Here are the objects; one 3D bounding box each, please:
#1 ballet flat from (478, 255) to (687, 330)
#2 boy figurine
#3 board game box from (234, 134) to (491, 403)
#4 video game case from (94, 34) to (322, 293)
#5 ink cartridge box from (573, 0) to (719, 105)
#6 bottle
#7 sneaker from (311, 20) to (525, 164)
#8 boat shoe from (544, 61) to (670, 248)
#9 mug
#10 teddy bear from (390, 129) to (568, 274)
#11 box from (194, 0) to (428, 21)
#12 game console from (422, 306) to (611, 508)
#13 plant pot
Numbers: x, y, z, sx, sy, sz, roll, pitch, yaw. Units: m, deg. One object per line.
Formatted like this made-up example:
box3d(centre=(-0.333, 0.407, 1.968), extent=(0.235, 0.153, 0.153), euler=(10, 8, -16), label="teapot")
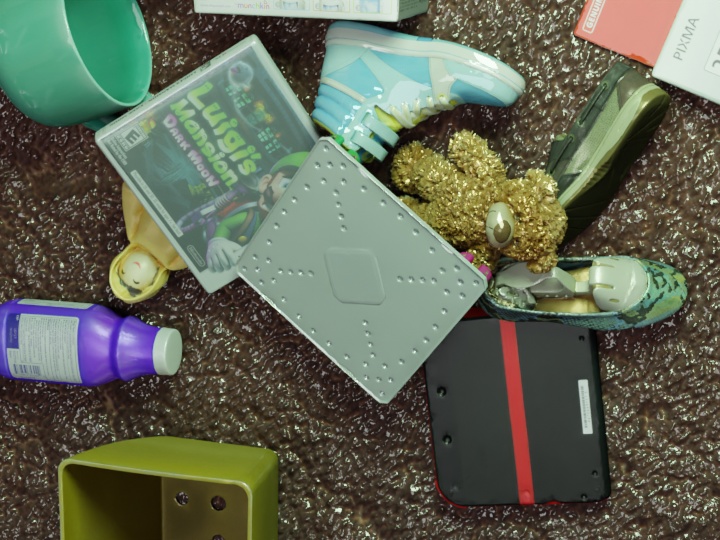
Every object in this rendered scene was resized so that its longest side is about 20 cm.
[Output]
box3d(centre=(0.201, 0.016, 1.495), extent=(0.197, 0.074, 0.075), euler=(-4, 102, 15), label="ballet flat")
box3d(centre=(-0.192, -0.054, 1.609), extent=(0.124, 0.064, 0.201), euler=(38, 108, 2), label="boy figurine")
box3d(centre=(0.000, 0.000, 1.499), extent=(0.200, 0.026, 0.200), euler=(42, 132, 4), label="board game box")
box3d(centre=(-0.123, -0.097, 1.538), extent=(0.181, 0.023, 0.201), euler=(-30, 118, 9), label="video game case")
box3d(centre=(0.299, -0.264, 1.419), extent=(0.172, 0.044, 0.202), euler=(24, 109, 9), label="ink cartridge box")
box3d(centre=(-0.283, 0.076, 1.666), extent=(0.197, 0.065, 0.085), euler=(3, 105, 16), label="bottle")
box3d(centre=(0.046, -0.146, 1.486), extent=(0.198, 0.079, 0.132), euler=(15, 83, 22), label="sneaker")
box3d(centre=(0.205, -0.102, 1.477), extent=(0.066, 0.071, 0.202), euler=(52, 127, 26), label="boat shoe")
box3d(centre=(-0.282, -0.201, 1.552), extent=(0.113, 0.152, 0.187), euler=(-14, 99, 22), label="mug")
box3d(centre=(0.094, -0.055, 1.484), extent=(0.200, 0.066, 0.146), euler=(38, 106, 37), label="teddy bear")
box3d(centre=(-0.045, -0.287, 1.480), extent=(0.197, 0.112, 0.103), euler=(5, 104, 17), label="box")
box3d(centre=(0.149, 0.133, 1.572), extent=(0.175, 0.031, 0.203), euler=(-5, 102, 13), label="game console")
box3d(centre=(-0.173, 0.265, 1.620), extent=(0.197, 0.176, 0.203), euler=(5, 105, 15), label="plant pot")
